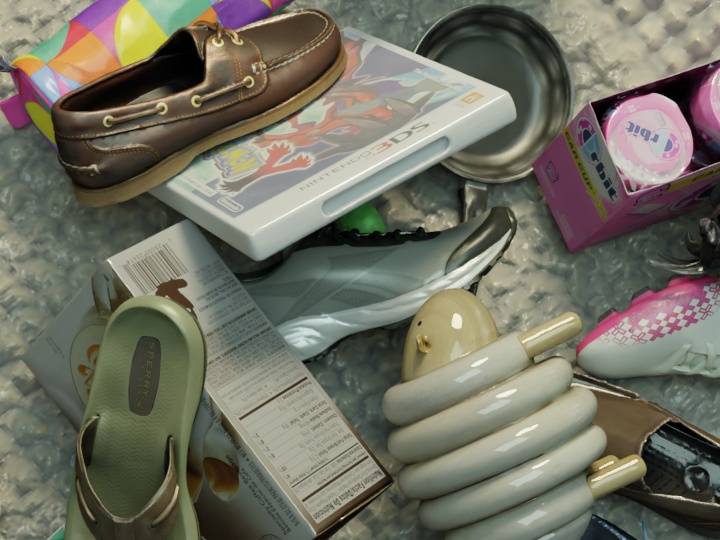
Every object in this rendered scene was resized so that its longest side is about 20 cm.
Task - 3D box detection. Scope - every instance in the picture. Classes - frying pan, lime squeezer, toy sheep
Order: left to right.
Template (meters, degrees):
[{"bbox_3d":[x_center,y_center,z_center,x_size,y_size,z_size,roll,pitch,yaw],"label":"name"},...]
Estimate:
[{"bbox_3d":[0.018,-0.052,1.450,0.071,0.038,0.200,-2,75,-8],"label":"lime squeezer"},{"bbox_3d":[0.090,-0.076,1.468,0.115,0.031,0.190,-13,92,-18],"label":"frying pan"},{"bbox_3d":[0.084,0.104,1.331,0.138,0.138,0.200,-24,85,-13],"label":"toy sheep"}]

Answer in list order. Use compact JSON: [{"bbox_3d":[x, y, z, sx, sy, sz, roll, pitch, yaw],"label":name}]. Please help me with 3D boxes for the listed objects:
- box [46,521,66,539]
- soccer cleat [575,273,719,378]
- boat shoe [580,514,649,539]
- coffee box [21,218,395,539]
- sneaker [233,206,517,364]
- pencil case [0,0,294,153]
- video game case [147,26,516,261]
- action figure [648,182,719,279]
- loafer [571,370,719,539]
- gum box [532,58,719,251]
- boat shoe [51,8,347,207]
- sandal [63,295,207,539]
[{"bbox_3d":[-0.128,0.241,1.327,0.144,0.036,0.200,-44,82,9],"label":"box"},{"bbox_3d":[0.236,0.040,1.434,0.200,0.070,0.086,-20,70,-13],"label":"soccer cleat"},{"bbox_3d":[0.181,0.204,1.386,0.200,0.069,0.084,36,74,3],"label":"boat shoe"},{"bbox_3d":[-0.092,0.087,1.350,0.200,0.114,0.080,52,42,7],"label":"coffee box"},{"bbox_3d":[0.000,0.000,1.391,0.200,0.074,0.079,-21,94,1],"label":"sneaker"},{"bbox_3d":[-0.131,-0.150,1.435,0.200,0.088,0.088,-38,83,-15],"label":"pencil case"},{"bbox_3d":[-0.032,-0.082,1.377,0.182,0.200,0.023,-29,118,-19],"label":"video game case"},{"bbox_3d":[0.275,-0.032,1.368,0.200,0.119,0.102,-35,80,18],"label":"action figure"},{"bbox_3d":[0.162,0.102,1.409,0.200,0.071,0.073,19,74,-1],"label":"loafer"},{"bbox_3d":[0.222,-0.086,1.436,0.200,0.114,0.066,-19,79,-19],"label":"gum box"},{"bbox_3d":[-0.094,-0.112,1.373,0.200,0.070,0.070,-33,125,-26],"label":"boat shoe"},{"bbox_3d":[-0.131,0.114,1.276,0.080,0.057,0.201,5,98,12],"label":"sandal"}]
